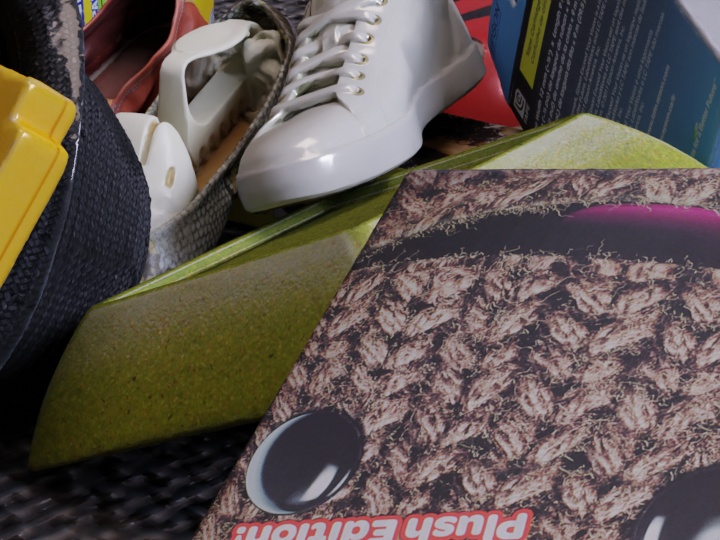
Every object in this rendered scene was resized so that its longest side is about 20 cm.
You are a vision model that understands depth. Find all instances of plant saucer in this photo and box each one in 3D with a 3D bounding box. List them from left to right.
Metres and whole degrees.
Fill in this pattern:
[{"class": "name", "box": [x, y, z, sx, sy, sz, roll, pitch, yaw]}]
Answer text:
[{"class": "plant saucer", "box": [0.000, 0.000, 0.740, 0.199, 0.048, 0.200, -16, 9, 42]}]

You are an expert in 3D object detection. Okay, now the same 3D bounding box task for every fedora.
[{"class": "fedora", "box": [-0.140, -0.023, 0.786, 0.092, 0.201, 0.200, 25, 1, -45]}]

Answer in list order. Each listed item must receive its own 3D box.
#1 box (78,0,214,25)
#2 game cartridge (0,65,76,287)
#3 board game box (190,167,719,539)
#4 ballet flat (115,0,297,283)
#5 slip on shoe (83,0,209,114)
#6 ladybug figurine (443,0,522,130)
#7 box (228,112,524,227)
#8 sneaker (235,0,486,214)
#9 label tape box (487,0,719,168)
[{"class": "box", "box": [-0.208, -0.158, 1.116, 0.199, 0.122, 0.193, 8, 26, 18]}, {"class": "game cartridge", "box": [-0.197, -0.008, 0.736, 0.200, 0.177, 0.032, 25, -4, 43]}, {"class": "board game box", "box": [0.055, 0.075, 0.497, 0.159, 0.097, 0.200, 0, 43, 31]}, {"class": "ballet flat", "box": [-0.080, -0.049, 0.866, 0.072, 0.072, 0.200, 11, 44, 23]}, {"class": "slip on shoe", "box": [-0.133, -0.057, 0.906, 0.074, 0.061, 0.200, 18, 54, 32]}, {"class": "ladybug figurine", "box": [0.076, -0.099, 1.042, 0.136, 0.072, 0.200, 22, 32, 39]}, {"class": "box", "box": [-0.022, -0.050, 0.959, 0.200, 0.050, 0.075, 14, 27, 30]}, {"class": "sneaker", "box": [-0.010, -0.086, 0.861, 0.073, 0.085, 0.200, -14, 17, 24]}, {"class": "label tape box", "box": [0.120, -0.087, 0.852, 0.066, 0.144, 0.200, -7, 45, -17]}]
